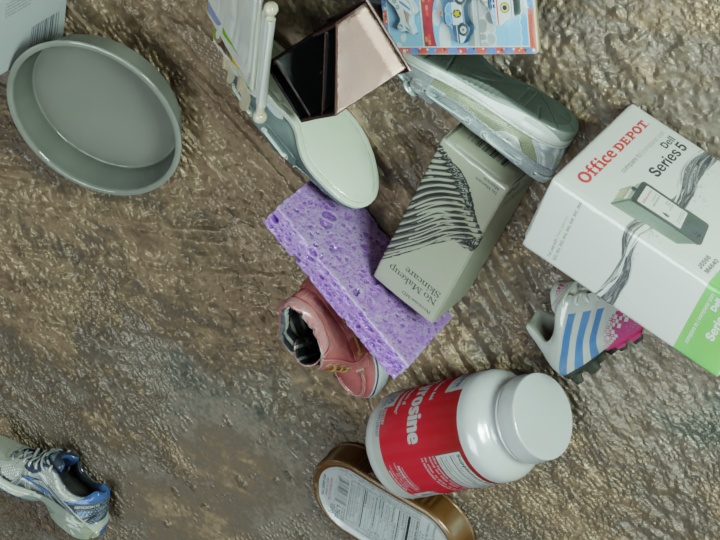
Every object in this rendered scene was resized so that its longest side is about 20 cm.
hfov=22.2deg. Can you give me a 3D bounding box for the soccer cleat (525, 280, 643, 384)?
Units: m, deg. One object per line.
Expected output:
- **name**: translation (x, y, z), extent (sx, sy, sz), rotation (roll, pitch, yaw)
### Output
- **soccer cleat**: translation (0.220, 0.032, 1.663), extent (0.086, 0.070, 0.200), rotation (47, 138, 2)

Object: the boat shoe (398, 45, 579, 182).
- **boat shoe**: translation (0.096, -0.152, 1.630), extent (0.202, 0.074, 0.065), rotation (30, 122, 11)

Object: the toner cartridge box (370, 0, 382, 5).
- **toner cartridge box**: translation (0.016, -0.288, 1.625), extent (0.199, 0.043, 0.095), rotation (18, 130, 30)

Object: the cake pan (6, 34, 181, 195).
- **cake pan**: translation (-0.274, -0.167, 1.926), extent (0.199, 0.037, 0.201), rotation (13, 135, 13)

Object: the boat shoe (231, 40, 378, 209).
- **boat shoe**: translation (-0.057, -0.138, 1.784), extent (0.200, 0.073, 0.062), rotation (51, 152, 3)

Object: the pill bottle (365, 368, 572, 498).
- **pill bottle**: translation (0.108, 0.160, 1.819), extent (0.200, 0.112, 0.113), rotation (-18, 107, 45)

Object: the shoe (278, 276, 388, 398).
- **shoe**: translation (-0.031, 0.077, 1.873), extent (0.071, 0.091, 0.201), rotation (23, 143, 31)

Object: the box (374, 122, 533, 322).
- **box**: translation (0.089, -0.049, 1.717), extent (0.082, 0.068, 0.200), rotation (38, 136, 13)

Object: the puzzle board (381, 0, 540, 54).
- **puzzle board**: translation (0.074, -0.280, 1.536), extent (0.150, 0.017, 0.201), rotation (4, 109, 35)

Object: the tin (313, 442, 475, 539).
- **tin**: translation (0.034, 0.267, 2.019), extent (0.200, 0.042, 0.112), rotation (28, 138, 22)

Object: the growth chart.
- **growth chart**: translation (-0.118, -0.245, 1.715), extent (0.145, 0.018, 0.200), rotation (104, 149, -45)

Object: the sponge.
- **sponge**: translation (0.000, 0.000, 1.795), extent (0.200, 0.112, 0.030), rotation (50, 128, -2)

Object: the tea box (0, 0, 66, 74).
- **tea box**: translation (-0.440, -0.293, 1.891), extent (0.196, 0.200, 0.134), rotation (33, 136, 19)

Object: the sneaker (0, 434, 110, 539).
- **sneaker**: translation (-0.400, 0.257, 2.363), extent (0.200, 0.077, 0.085), rotation (30, 125, 10)

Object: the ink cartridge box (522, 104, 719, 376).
- **ink cartridge box**: translation (0.259, -0.028, 1.530), extent (0.200, 0.145, 0.084), rotation (35, 136, 14)

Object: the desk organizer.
- **desk organizer**: translation (-0.024, -0.182, 1.635), extent (0.072, 0.077, 0.200), rotation (57, 173, -8)
